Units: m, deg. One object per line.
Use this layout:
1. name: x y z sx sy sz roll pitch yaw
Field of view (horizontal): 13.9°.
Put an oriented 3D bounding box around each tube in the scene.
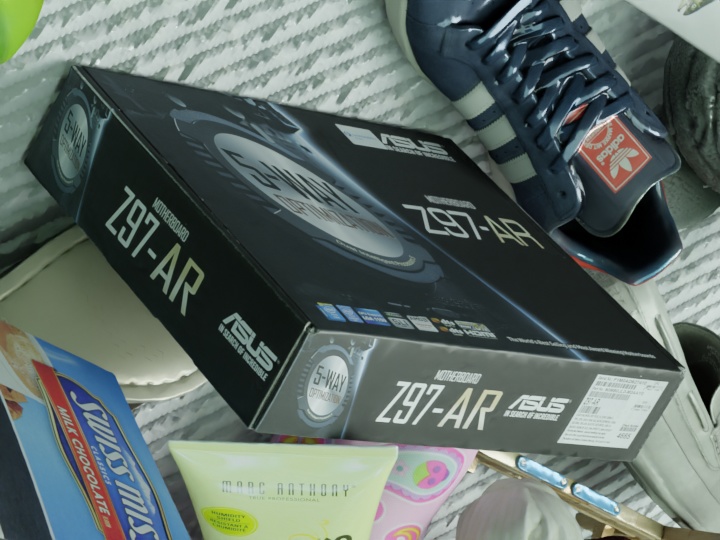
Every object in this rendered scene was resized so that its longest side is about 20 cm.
1. tube: -0.028 0.099 1.060 0.058 0.052 0.200 -37 161 -17

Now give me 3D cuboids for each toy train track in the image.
1. toy train track: 0.101 0.115 1.304 0.199 0.114 0.033 28 75 -32

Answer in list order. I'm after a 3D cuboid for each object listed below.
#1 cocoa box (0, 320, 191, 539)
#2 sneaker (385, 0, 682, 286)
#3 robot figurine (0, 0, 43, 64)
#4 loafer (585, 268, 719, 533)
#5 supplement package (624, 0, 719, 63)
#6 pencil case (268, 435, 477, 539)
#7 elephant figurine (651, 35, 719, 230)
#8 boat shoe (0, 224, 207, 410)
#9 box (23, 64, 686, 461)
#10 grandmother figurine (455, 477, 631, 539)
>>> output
1. cocoa box: -0.162 0.119 0.922 0.131 0.134 0.200 27 112 -38
2. sneaker: 0.077 -0.065 1.133 0.075 0.085 0.200 -43 141 -4
3. robot figurine: -0.176 -0.076 0.862 0.200 0.116 0.176 -42 109 -18
4. loafer: 0.140 0.060 1.310 0.070 0.070 0.200 -39 141 4
5. supplement package: 0.102 -0.159 1.027 0.199 0.117 0.117 26 103 -41
6. pencil case: -0.006 0.094 1.197 0.087 0.087 0.201 14 111 -47
7. elephant figurine: 0.172 -0.059 1.210 0.199 0.156 0.141 9 149 -35
8. boat shoe: -0.118 0.034 1.061 0.200 0.072 0.059 -28 180 -40
9. box: 0.000 0.000 1.060 0.199 0.160 0.044 9 119 -45
10. grandmother figurine: 0.065 0.136 1.249 0.121 0.061 0.200 -19 162 -5
